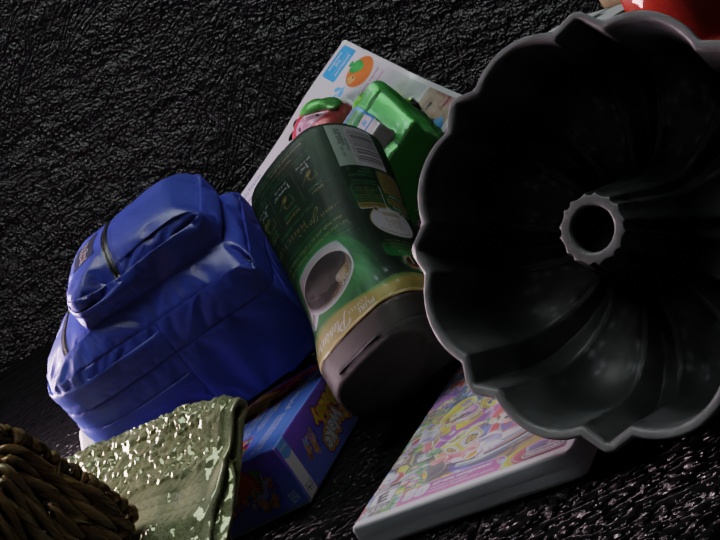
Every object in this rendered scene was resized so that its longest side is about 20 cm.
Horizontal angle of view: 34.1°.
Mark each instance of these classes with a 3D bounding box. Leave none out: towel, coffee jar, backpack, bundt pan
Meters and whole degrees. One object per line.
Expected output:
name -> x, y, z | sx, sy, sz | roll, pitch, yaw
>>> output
towel -> -0.152, 0.166, 0.771 | 0.200, 0.036, 0.149 | -25, 45, 33
coffee jar -> 0.000, 0.000, 0.815 | 0.085, 0.200, 0.104 | 12, -48, -42
backpack -> -0.150, 0.038, 0.904 | 0.200, 0.168, 0.163 | -39, 18, 9
bundt pan -> 0.127, -0.018, 0.563 | 0.202, 0.202, 0.076 | -27, -17, 33

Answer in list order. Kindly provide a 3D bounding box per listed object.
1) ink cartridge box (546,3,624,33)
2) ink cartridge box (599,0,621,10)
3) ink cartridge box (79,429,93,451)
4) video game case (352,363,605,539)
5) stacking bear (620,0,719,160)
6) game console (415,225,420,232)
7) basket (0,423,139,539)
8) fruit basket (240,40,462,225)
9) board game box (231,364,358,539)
ink cartridge box -> 0.212, -0.142, 0.995 | 0.083, 0.147, 0.200 | -33, 10, -2
ink cartridge box -> 0.291, -0.192, 0.928 | 0.075, 0.165, 0.200 | -35, 10, -10
ink cartridge box -> -0.167, 0.107, 1.084 | 0.200, 0.045, 0.176 | -32, 36, 1
video game case -> 0.090, 0.077, 0.678 | 0.143, 0.018, 0.200 | -28, 11, 33
stacking bear -> 0.207, -0.096, 0.607 | 0.114, 0.200, 0.121 | -27, 11, 34
game console -> 0.054, -0.055, 1.191 | 0.117, 0.176, 0.200 | -60, -1, 21
basket -> -0.254, 0.197, 0.694 | 0.200, 0.143, 0.149 | -26, 37, 30
fruit basket -> -0.020, -0.099, 0.991 | 0.185, 0.094, 0.200 | -55, 45, 4
board game box -> -0.071, 0.128, 0.870 | 0.134, 0.045, 0.200 | -29, 10, 24
